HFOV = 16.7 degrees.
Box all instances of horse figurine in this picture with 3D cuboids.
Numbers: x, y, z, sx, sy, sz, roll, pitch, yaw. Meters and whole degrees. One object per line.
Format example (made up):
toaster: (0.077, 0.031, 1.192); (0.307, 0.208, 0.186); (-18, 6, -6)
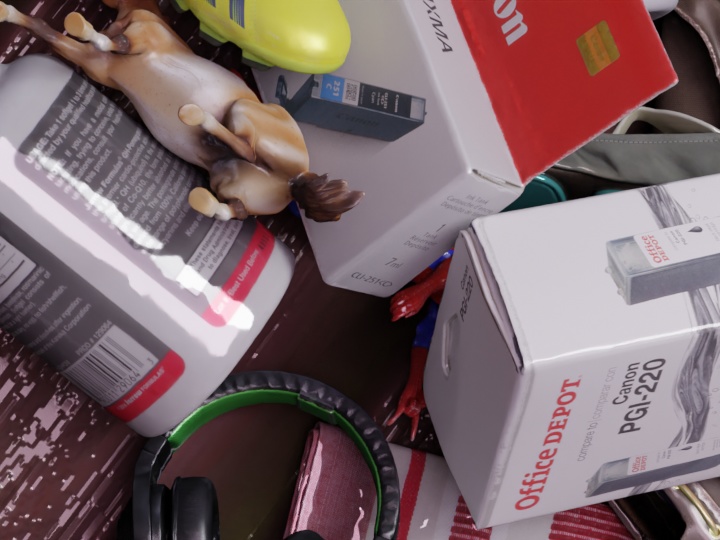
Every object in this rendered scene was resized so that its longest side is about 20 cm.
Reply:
horse figurine: (-0.075, -0.073, 1.064); (0.200, 0.133, 0.050); (40, 102, 17)

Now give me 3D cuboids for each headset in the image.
headset: (-0.060, 0.145, 1.129); (0.123, 0.094, 0.200); (24, 70, 10)

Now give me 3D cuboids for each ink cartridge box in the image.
ink cartridge box: (0.029, -0.117, 1.085); (0.045, 0.176, 0.200); (15, 46, -47)
ink cartridge box: (0.140, 0.030, 1.099); (0.200, 0.146, 0.085); (-9, 57, -13)

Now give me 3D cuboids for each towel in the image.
towel: (0.051, 0.168, 1.189); (0.200, 0.023, 0.144); (17, 80, -17)

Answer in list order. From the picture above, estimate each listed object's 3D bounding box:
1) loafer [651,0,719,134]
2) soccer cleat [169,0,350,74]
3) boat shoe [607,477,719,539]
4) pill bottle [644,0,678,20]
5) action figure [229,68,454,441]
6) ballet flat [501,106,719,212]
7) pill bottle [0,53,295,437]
loafer: (0.174, -0.049, 1.209); (0.071, 0.073, 0.200); (-18, 92, -17)
soccer cleat: (-0.056, -0.167, 1.094); (0.065, 0.084, 0.200); (1, 44, -35)
boat shoe: (0.160, 0.125, 1.184); (0.059, 0.072, 0.200); (-29, 82, -24)
pill bottle: (0.080, -0.212, 1.170); (0.114, 0.114, 0.200); (-10, 89, -17)
action figure: (0.000, 0.000, 1.152); (0.200, 0.065, 0.099); (29, 57, -13)
ballet flat: (0.109, -0.051, 1.175); (0.200, 0.067, 0.064); (8, 64, 13)
pill bottle: (-0.137, -0.026, 1.095); (0.200, 0.111, 0.111); (40, 77, -12)
